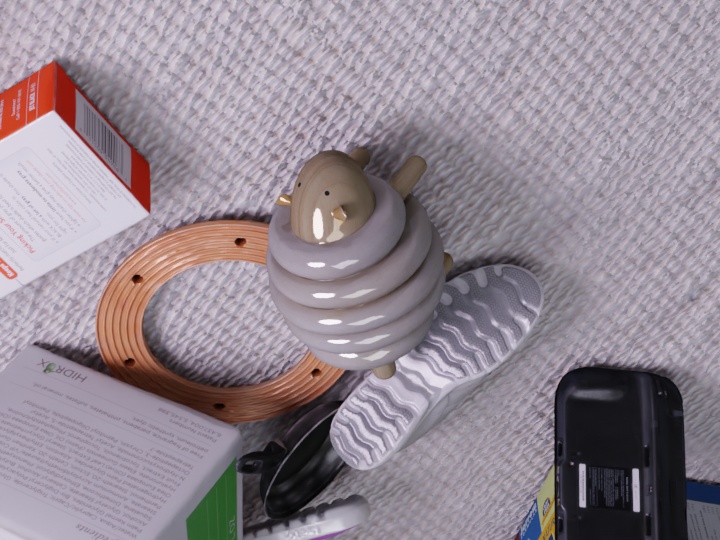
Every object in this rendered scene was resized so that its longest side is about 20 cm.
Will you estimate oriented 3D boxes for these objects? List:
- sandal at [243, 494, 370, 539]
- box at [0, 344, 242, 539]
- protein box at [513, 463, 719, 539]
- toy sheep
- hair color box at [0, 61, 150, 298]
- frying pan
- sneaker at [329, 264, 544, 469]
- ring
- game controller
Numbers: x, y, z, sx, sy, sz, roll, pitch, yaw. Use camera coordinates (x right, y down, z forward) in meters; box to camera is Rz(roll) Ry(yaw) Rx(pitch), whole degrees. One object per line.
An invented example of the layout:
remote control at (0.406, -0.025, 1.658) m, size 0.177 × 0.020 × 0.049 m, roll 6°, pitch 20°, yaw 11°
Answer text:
sandal at (-0.081, 0.231, 1.511) m, size 0.203 × 0.082 × 0.050 m, roll -21°, pitch 87°, yaw 28°
box at (-0.208, 0.203, 1.391) m, size 0.200 × 0.171 × 0.199 m, roll 20°, pitch 133°, yaw 20°
protein box at (0.240, 0.282, 1.527) m, size 0.200 × 0.199 × 0.135 m, roll 10°, pitch 129°, yaw -13°
toy sheep at (0.000, 0.000, 1.307) m, size 0.138 × 0.138 × 0.200 m, roll -16°, pitch 127°, yaw 8°
hair color box at (-0.257, -0.045, 1.295) m, size 0.200 × 0.064 × 0.111 m, roll -28°, pitch 128°, yaw 16°
frying pan at (-0.060, 0.152, 1.432) m, size 0.190 × 0.031 × 0.115 m, roll -19°, pitch 142°, yaw -51°
sneaker at (0.059, 0.067, 1.427) m, size 0.200 × 0.082 × 0.075 m, roll -42°, pitch 79°, yaw 13°
ring at (-0.098, 0.038, 1.409) m, size 0.200 × 0.019 × 0.201 m, roll -2°, pitch 130°, yaw -2°
game controller at (0.200, 0.171, 1.443) m, size 0.104 × 0.200 × 0.042 m, roll 3°, pitch 158°, yaw -3°
